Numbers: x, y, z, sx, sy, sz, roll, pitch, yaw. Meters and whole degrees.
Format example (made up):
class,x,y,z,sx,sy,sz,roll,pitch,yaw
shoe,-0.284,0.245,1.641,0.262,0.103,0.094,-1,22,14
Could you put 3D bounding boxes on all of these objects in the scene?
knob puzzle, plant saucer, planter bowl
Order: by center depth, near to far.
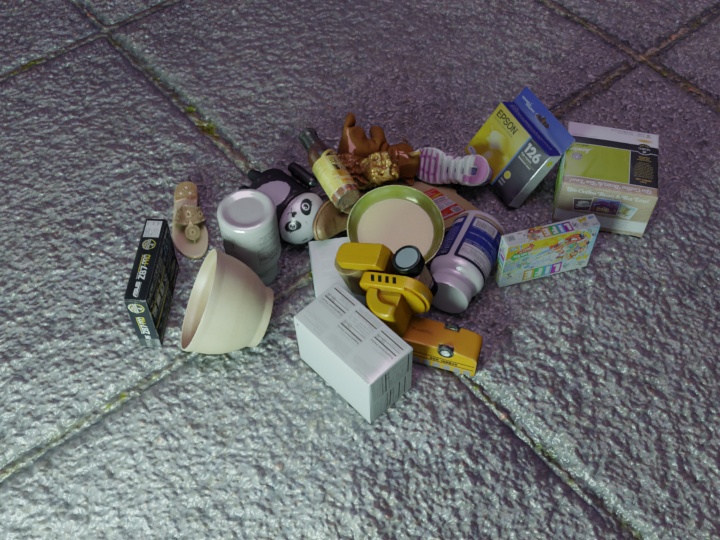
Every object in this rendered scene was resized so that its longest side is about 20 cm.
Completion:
class,x,y,z,sx,sy,sz,roll,pitch,yaw
planter bowl,-0.248,0.074,1.595,0.135,0.200,0.201,19,50,-19
plant saucer,0.072,-0.082,1.713,0.200,0.031,0.200,0,65,1
knob puzzle,0.134,-0.136,1.832,0.219,0.031,0.220,1,39,-1

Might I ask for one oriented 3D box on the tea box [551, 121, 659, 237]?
class,x,y,z,sx,sy,sz,roll,pitch,yaw
tea box,0.534,-0.200,1.818,0.200,0.134,0.197,11,53,8

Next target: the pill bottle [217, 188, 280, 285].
class,x,y,z,sx,sy,sz,roll,pitch,yaw
pill bottle,-0.218,-0.059,1.671,0.114,0.200,0.115,0,53,0

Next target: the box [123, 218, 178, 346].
class,x,y,z,sx,sy,sz,roll,pitch,yaw
box,-0.406,0.023,1.635,0.049,0.161,0.200,2,54,2

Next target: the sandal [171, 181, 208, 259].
class,x,y,z,sx,sy,sz,roll,pitch,yaw
sandal,-0.378,-0.127,1.805,0.077,0.070,0.212,-10,54,-7

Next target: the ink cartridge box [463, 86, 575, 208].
class,x,y,z,sx,sy,sz,roll,pitch,yaw
ink cartridge box,0.347,-0.277,1.849,0.047,0.200,0.198,5,42,-42

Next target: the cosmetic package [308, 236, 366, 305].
class,x,y,z,sx,sy,sz,roll,pitch,yaw
cosmetic package,0.000,0.000,1.720,0.200,0.052,0.151,-7,51,-5

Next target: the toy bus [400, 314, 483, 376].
class,x,y,z,sx,sy,sz,roll,pitch,yaw
toy bus,0.131,0.137,1.598,0.200,0.078,0.065,14,53,10

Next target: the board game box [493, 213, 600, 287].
class,x,y,z,sx,sy,sz,roll,pitch,yaw
board game box,0.378,-0.039,1.697,0.200,0.135,0.034,-14,54,-9

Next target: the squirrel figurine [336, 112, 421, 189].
class,x,y,z,sx,sy,sz,roll,pitch,yaw
squirrel figurine,0.039,-0.235,1.837,0.186,0.142,0.200,14,35,-4

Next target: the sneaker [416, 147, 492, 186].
class,x,y,z,sx,sy,sz,roll,pitch,yaw
sneaker,0.214,-0.227,1.882,0.200,0.088,0.081,14,96,33

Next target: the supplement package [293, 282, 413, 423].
class,x,y,z,sx,sy,sz,roll,pitch,yaw
supplement package,-0.013,0.153,1.537,0.111,0.156,0.200,-38,62,-22

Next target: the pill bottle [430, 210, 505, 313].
class,x,y,z,sx,sy,sz,roll,pitch,yaw
pill bottle,0.210,-0.018,1.692,0.116,0.116,0.200,21,56,16

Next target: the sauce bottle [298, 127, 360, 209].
class,x,y,z,sx,sy,sz,roll,pitch,yaw
sauce bottle,-0.071,-0.220,1.751,0.066,0.066,0.200,-24,63,-17

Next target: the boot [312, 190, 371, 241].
class,x,y,z,sx,sy,sz,roll,pitch,yaw
boot,-0.026,-0.119,1.755,0.075,0.074,0.200,10,32,34

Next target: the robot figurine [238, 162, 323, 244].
class,x,y,z,sx,sy,sz,roll,pitch,yaw
robot figurine,-0.167,-0.141,1.780,0.200,0.150,0.125,35,48,24

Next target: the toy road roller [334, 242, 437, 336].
class,x,y,z,sx,sy,sz,roll,pitch,yaw
toy road roller,0.039,0.037,1.564,0.200,0.123,0.146,7,60,28
